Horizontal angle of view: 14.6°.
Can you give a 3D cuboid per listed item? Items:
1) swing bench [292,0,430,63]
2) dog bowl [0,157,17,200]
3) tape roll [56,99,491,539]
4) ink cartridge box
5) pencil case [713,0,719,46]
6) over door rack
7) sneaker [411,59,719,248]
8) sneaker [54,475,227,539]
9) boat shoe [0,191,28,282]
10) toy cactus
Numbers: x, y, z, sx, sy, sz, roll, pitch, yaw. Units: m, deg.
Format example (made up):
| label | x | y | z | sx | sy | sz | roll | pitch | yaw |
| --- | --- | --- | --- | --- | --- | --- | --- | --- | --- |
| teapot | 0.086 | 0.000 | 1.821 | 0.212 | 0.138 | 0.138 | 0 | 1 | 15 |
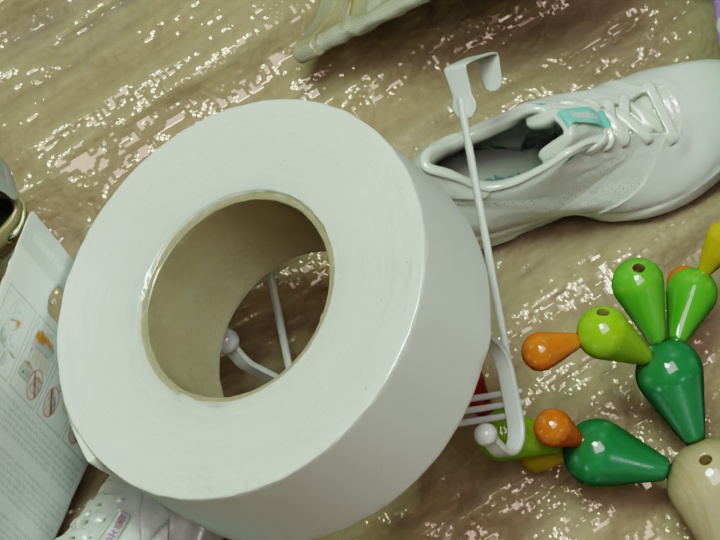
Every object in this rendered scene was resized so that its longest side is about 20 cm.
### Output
| label | x | y | z | sx | sy | sz | roll | pitch | yaw |
| --- | --- | --- | --- | --- | --- | --- | --- | --- | --- |
| swing bench | 0.009 | -0.240 | 1.425 | 0.200 | 0.199 | 0.130 | 51 | 39 | -24 |
| dog bowl | -0.274 | -0.030 | 1.392 | 0.200 | 0.059 | 0.200 | -12 | 39 | 10 |
| tape roll | -0.042 | 0.024 | 1.311 | 0.202 | 0.071 | 0.203 | -13 | 62 | 26 |
| ink cartridge box | -0.186 | 0.087 | 1.343 | 0.047 | 0.160 | 0.200 | 14 | 71 | 21 |
| pencil case | 0.226 | -0.110 | 1.432 | 0.084 | 0.085 | 0.200 | -3 | 96 | 34 |
| over door rack | 0.000 | 0.000 | 1.383 | 0.148 | 0.067 | 0.200 | -10 | 79 | 34 |
| sneaker | 0.118 | -0.066 | 1.447 | 0.200 | 0.089 | 0.075 | -20 | 70 | -8 |
| sneaker | -0.117 | 0.137 | 1.364 | 0.099 | 0.075 | 0.200 | 17 | 68 | -18 |
| boat shoe | -0.262 | 0.009 | 1.427 | 0.200 | 0.063 | 0.073 | -18 | 71 | -7 |
| toy cactus | 0.157 | 0.074 | 1.408 | 0.200 | 0.102 | 0.165 | -23 | 90 | -11 |
